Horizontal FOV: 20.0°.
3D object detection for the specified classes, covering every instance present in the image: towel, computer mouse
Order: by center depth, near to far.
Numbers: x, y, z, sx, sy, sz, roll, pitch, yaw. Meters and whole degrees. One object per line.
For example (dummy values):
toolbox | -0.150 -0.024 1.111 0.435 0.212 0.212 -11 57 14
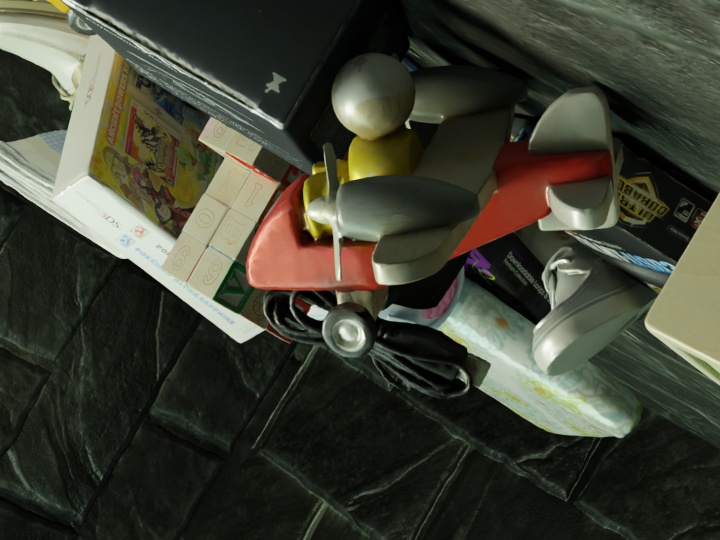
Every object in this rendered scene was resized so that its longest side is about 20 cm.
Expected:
computer mouse | 0.037 -0.035 1.208 0.138 0.201 0.053 23 160 -10
towel | -0.165 -0.066 1.497 0.147 0.024 0.200 33 -155 21
towel | 0.111 0.065 1.535 0.171 0.048 0.200 31 172 -7

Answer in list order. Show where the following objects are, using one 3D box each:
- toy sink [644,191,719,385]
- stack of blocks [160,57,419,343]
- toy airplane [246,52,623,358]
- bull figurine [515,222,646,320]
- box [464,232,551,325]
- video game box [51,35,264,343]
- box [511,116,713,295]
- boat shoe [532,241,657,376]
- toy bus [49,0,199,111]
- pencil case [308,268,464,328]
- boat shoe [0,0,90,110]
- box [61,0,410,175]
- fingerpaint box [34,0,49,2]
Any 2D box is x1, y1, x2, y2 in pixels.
toy sink | 0.252 0.046 0.978 0.130 0.112 0.200 29 177 45
stack of blocks | -0.046 -0.067 1.328 0.059 0.200 0.115 29 178 43
toy airplane | 0.041 -0.056 1.082 0.141 0.199 0.200 60 160 -15
bull figurine | 0.156 -0.017 1.528 0.200 0.065 0.121 30 175 -27
box | 0.078 -0.012 1.498 0.143 0.036 0.200 26 169 40
video game box | -0.124 -0.075 1.441 0.182 0.047 0.200 42 -145 -31
box | 0.184 -0.022 1.256 0.198 0.050 0.200 30 179 -19
boat shoe | 0.158 0.011 1.385 0.069 0.072 0.200 47 -143 9
toy bus | -0.139 -0.185 1.394 0.200 0.078 0.065 33 -139 -37
pencil case | 0.000 0.000 1.435 0.083 0.091 0.200 30 172 -19
boat shoe | -0.193 -0.150 1.517 0.199 0.069 0.075 13 174 -23
box | -0.064 -0.141 1.160 0.148 0.105 0.200 31 177 7
fingerpaint box | -0.243 -0.248 1.569 0.166 0.074 0.200 30 177 13
